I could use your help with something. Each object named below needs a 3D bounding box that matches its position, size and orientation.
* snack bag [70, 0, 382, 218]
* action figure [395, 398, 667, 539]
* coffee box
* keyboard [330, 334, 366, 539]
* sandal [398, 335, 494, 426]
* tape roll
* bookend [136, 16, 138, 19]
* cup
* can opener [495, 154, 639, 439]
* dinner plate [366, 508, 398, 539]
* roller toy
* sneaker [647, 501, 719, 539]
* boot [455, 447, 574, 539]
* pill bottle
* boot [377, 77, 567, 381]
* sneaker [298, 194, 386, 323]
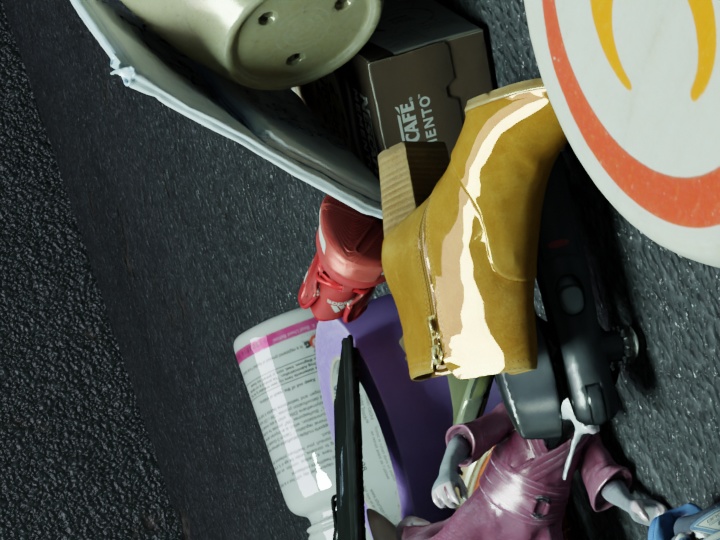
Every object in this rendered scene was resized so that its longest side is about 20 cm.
[{"bbox_3d":[-0.087,-0.113,1.323,0.021,0.199,0.189,-56,31,11],"label":"snack bag"},{"bbox_3d":[0.105,0.136,1.306,0.149,0.133,0.201,-78,11,-73],"label":"action figure"},{"bbox_3d":[0.017,-0.117,1.392,0.200,0.079,0.114,-137,33,-63],"label":"coffee box"},{"bbox_3d":[-0.006,0.153,1.449,0.201,0.020,0.128,-92,7,-46],"label":"keyboard"},{"bbox_3d":[0.051,0.036,1.407,0.202,0.057,0.080,-103,21,-50],"label":"sandal"},{"bbox_3d":[0.040,0.116,1.566,0.200,0.084,0.202,163,90,-76],"label":"tape roll"},{"bbox_3d":[-0.104,-0.279,1.457,0.200,0.092,0.200,-61,35,25],"label":"bookend"},{"bbox_3d":[-0.060,-0.193,1.276,0.201,0.199,0.144,96,153,-57],"label":"cup"},{"bbox_3d":[0.108,-0.007,1.216,0.063,0.078,0.202,138,124,-79],"label":"can opener"},{"bbox_3d":[0.053,0.248,1.434,0.200,0.024,0.201,-24,-90,-87],"label":"dinner plate"},{"bbox_3d":[0.156,-0.106,0.757,0.182,0.139,0.202,23,127,58],"label":"roller toy"},{"bbox_3d":[0.188,0.159,1.081,0.200,0.076,0.086,180,77,-75],"label":"sneaker"},{"bbox_3d":[0.119,0.184,1.405,0.107,0.075,0.201,31,135,43],"label":"boot"},{"bbox_3d":[-0.022,0.133,1.759,0.113,0.113,0.201,129,122,-73],"label":"pill bottle"},{"bbox_3d":[0.083,-0.018,1.169,0.201,0.070,0.145,-24,75,52],"label":"boot"},{"bbox_3d":[0.000,0.000,1.442,0.200,0.078,0.116,-60,-10,-68],"label":"sneaker"}]
